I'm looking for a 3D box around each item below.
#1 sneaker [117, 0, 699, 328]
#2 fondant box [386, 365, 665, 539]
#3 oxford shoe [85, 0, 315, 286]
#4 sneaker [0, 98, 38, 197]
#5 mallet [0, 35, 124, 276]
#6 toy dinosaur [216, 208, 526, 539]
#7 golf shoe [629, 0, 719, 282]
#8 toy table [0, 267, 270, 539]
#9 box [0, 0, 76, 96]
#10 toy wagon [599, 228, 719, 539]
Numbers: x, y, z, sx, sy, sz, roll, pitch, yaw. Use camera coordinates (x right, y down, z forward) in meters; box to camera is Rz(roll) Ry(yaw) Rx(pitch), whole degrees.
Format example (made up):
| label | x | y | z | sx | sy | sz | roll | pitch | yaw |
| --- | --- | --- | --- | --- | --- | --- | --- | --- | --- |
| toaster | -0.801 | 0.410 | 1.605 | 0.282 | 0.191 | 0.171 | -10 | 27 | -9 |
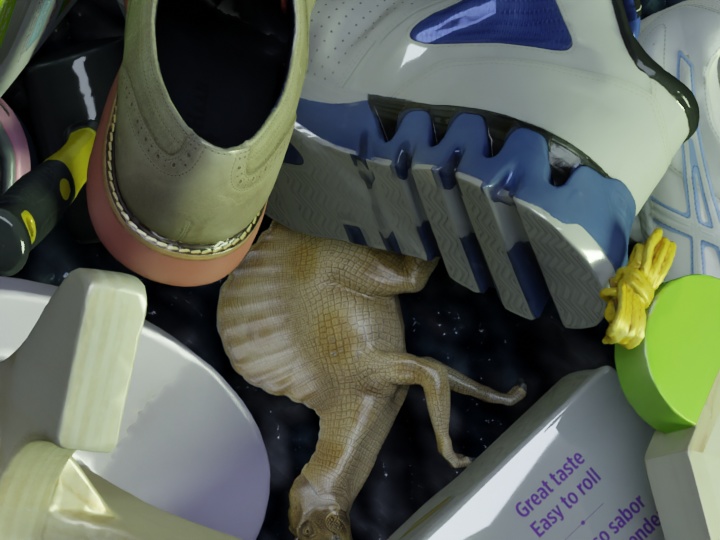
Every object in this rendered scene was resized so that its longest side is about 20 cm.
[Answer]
| label | x | y | z | sx | sy | sz | roll | pitch | yaw |
| --- | --- | --- | --- | --- | --- | --- | --- | --- | --- |
| sneaker | 0.029 | -0.064 | 0.964 | 0.199 | 0.081 | 0.115 | 26 | 61 | 31 |
| fondant box | 0.086 | 0.153 | 0.953 | 0.144 | 0.058 | 0.200 | -42 | 92 | -13 |
| oxford shoe | -0.037 | -0.097 | 0.894 | 0.070 | 0.075 | 0.200 | 9 | 60 | -16 |
| sneaker | -0.161 | 0.030 | 0.964 | 0.070 | 0.082 | 0.200 | 18 | 75 | 0 |
| mallet | -0.089 | -0.018 | 0.914 | 0.041 | 0.200 | 0.066 | -16 | 107 | 8 |
| toy dinosaur | 0.000 | 0.000 | 0.999 | 0.101 | 0.058 | 0.201 | -8 | 77 | -6 |
| golf shoe | 0.137 | 0.001 | 0.982 | 0.097 | 0.078 | 0.200 | -31 | 81 | 29 |
| toy table | -0.105 | 0.076 | 0.902 | 0.199 | 0.117 | 0.184 | -4 | 107 | -22 |
| box | -0.139 | -0.122 | 0.933 | 0.101 | 0.200 | 0.113 | 22 | 115 | 0 |
| toy wagon | 0.145 | 0.058 | 0.922 | 0.200 | 0.040 | 0.155 | 36 | 62 | -20 |
